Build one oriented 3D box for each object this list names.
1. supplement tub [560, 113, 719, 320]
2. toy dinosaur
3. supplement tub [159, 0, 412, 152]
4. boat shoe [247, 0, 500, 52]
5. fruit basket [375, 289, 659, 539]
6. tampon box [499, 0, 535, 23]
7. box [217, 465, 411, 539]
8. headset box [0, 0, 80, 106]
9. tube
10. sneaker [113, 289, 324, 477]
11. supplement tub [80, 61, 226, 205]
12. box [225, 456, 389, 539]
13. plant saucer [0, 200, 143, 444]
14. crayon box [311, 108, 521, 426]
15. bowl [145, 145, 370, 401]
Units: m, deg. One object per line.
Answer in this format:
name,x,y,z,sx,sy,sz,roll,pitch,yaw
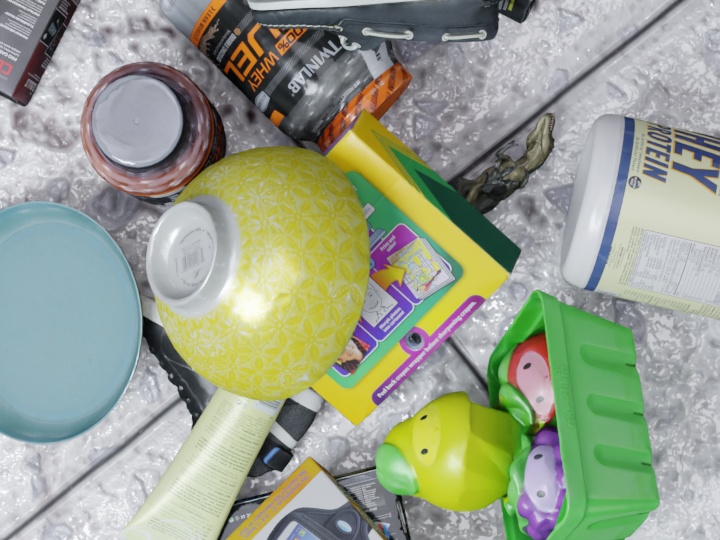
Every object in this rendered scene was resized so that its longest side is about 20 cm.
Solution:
supplement tub,0.273,-0.038,1.559,0.198,0.145,0.146,12,88,1
toy dinosaur,0.091,-0.063,1.591,0.199,0.088,0.048,-36,78,-1
supplement tub,-0.060,-0.194,1.580,0.200,0.123,0.123,44,89,2
boat shoe,0.012,-0.199,1.497,0.198,0.076,0.061,-3,116,2
fruit basket,0.119,0.134,1.535,0.214,0.156,0.217,8,57,-13
tampon box,0.084,-0.321,1.580,0.199,0.126,0.151,27,89,1
box,-0.050,0.262,1.603,0.198,0.046,0.160,-14,88,0
headset box,-0.315,-0.243,1.609,0.148,0.075,0.201,28,89,1
tube,-0.115,0.146,1.551,0.058,0.052,0.201,31,96,27
sneaker,-0.140,0.104,1.596,0.199,0.073,0.112,29,88,1
supplement tub,-0.167,-0.109,1.540,0.106,0.200,0.108,0,89,1
box,-0.019,0.256,1.512,0.119,0.041,0.200,-45,54,-1
plant saucer,-0.261,0.043,1.593,0.199,0.027,0.202,1,91,25
crayon box,0.000,0.000,1.554,0.172,0.058,0.200,42,117,-5
bowl,-0.100,-0.005,1.469,0.199,0.107,0.202,-11,74,42
